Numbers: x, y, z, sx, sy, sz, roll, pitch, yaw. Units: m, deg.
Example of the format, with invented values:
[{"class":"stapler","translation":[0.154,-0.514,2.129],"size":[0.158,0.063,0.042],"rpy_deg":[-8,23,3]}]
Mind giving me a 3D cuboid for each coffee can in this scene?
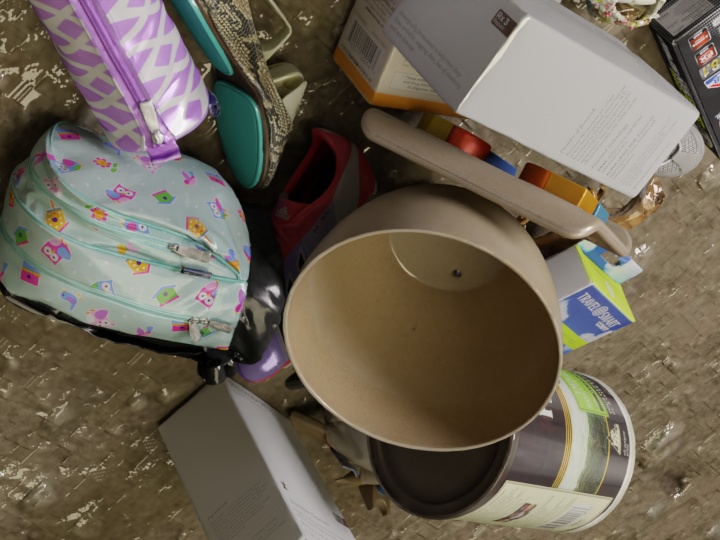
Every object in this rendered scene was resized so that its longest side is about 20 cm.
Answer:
[{"class":"coffee can","translation":[0.122,0.144,1.239],"size":[0.200,0.146,0.147],"rpy_deg":[18,117,-50]}]

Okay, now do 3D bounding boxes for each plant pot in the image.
[{"class":"plant pot","translation":[0.055,0.013,1.073],"size":[0.199,0.135,0.201],"rpy_deg":[7,129,9]}]

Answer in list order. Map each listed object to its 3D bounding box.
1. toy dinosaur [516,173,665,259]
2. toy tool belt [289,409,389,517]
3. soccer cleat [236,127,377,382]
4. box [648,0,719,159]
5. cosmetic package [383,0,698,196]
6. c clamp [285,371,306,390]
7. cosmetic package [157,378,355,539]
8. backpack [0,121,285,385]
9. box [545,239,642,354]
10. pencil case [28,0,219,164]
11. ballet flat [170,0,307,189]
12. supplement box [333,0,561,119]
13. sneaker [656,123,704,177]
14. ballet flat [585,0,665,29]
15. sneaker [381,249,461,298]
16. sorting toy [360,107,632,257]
[{"class":"toy dinosaur","translation":[0.175,-0.021,1.274],"size":[0.106,0.061,0.200],"rpy_deg":[37,129,-19]},{"class":"toy tool belt","translation":[0.037,0.164,1.346],"size":[0.123,0.125,0.200],"rpy_deg":[-14,144,37]},{"class":"soccer cleat","translation":[-0.054,-0.013,1.116],"size":[0.076,0.067,0.201],"rpy_deg":[42,71,-50]},{"class":"box","translation":[0.355,-0.210,1.238],"size":[0.200,0.044,0.160],"rpy_deg":[-35,135,2]},{"class":"cosmetic package","translation":[0.126,-0.136,1.006],"size":[0.199,0.113,0.081],"rpy_deg":[19,115,-39]},{"class":"c clamp","translation":[0.032,0.048,1.208],"size":[0.199,0.171,0.027],"rpy_deg":[-29,98,-18]},{"class":"cosmetic package","translation":[-0.081,0.194,1.225],"size":[0.081,0.200,0.113],"rpy_deg":[-40,138,9]},{"class":"backpack","translation":[-0.160,-0.020,1.044],"size":[0.199,0.167,0.127],"rpy_deg":[16,111,-23]},{"class":"box","translation":[0.149,0.044,1.283],"size":[0.199,0.048,0.122],"rpy_deg":[-28,152,18]},{"class":"pencil case","translation":[-0.168,-0.162,0.952],"size":[0.084,0.086,0.200],"rpy_deg":[-16,135,11]},{"class":"ballet flat","translation":[-0.077,-0.148,1.037],"size":[0.075,0.068,0.200],"rpy_deg":[-36,136,-20]},{"class":"supplement box","translation":[0.079,-0.214,1.055],"size":[0.126,0.074,0.201],"rpy_deg":[5,124,-33]},{"class":"sneaker","translation":[0.221,-0.109,1.220],"size":[0.199,0.082,0.075],"rpy_deg":[13,120,-37]},{"class":"ballet flat","translation":[0.195,-0.217,1.060],"size":[0.076,0.064,0.200],"rpy_deg":[-65,170,9]},{"class":"sneaker","translation":[0.000,0.000,1.184],"size":[0.199,0.088,0.074],"rpy_deg":[-22,135,-11]},{"class":"sorting toy","translation":[0.109,-0.069,1.079],"size":[0.037,0.185,0.200],"rpy_deg":[-64,162,7]}]
